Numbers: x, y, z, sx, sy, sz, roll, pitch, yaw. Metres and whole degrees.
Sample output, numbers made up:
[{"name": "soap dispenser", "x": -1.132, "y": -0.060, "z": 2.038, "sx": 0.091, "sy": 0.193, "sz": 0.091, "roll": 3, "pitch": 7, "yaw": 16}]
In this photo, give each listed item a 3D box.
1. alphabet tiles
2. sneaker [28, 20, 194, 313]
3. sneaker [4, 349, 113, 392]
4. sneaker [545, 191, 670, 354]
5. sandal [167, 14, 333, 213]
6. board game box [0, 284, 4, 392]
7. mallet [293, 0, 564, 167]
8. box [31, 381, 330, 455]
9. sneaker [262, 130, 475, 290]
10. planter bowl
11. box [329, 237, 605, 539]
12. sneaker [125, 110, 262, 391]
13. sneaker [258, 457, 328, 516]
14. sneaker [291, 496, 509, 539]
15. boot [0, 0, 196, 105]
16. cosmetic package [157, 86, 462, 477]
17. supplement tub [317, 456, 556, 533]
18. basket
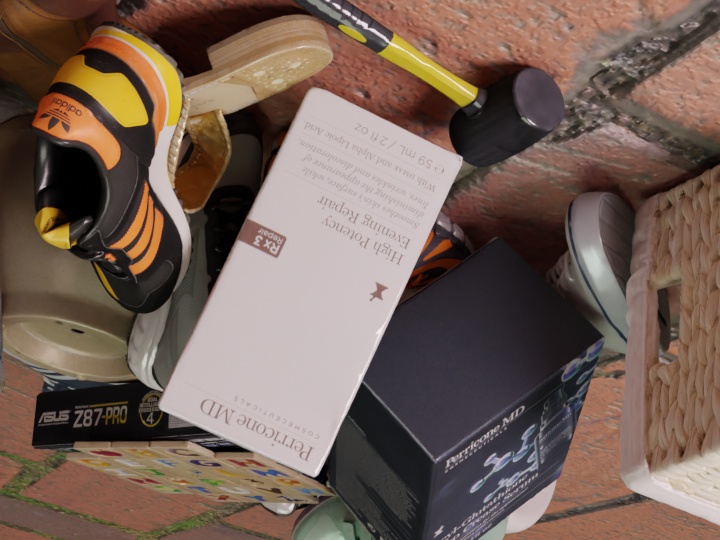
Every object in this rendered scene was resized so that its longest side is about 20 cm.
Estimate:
[{"name": "alphabet tiles", "x": -0.120, "y": 0.156, "z": 0.954, "sx": 0.166, "sy": 0.006, "sz": 0.200, "roll": -3, "pitch": 158, "yaw": 25}, {"name": "sneaker", "x": -0.142, "y": -0.033, "z": 0.666, "sx": 0.070, "sy": 0.090, "sz": 0.200, "roll": 26, "pitch": 142, "yaw": 14}, {"name": "sneaker", "x": -0.296, "y": 0.069, "z": 1.162, "sx": 0.200, "sy": 0.070, "sz": 0.108, "roll": 26, "pitch": 150, "yaw": -38}, {"name": "sneaker", "x": 0.158, "y": 0.013, "z": 0.840, "sx": 0.071, "sy": 0.073, "sz": 0.200, "roll": -4, "pitch": 151, "yaw": 22}, {"name": "sandal", "x": -0.101, "y": -0.069, "z": 0.717, "sx": 0.211, "sy": 0.070, "sz": 0.078, "roll": -23, "pitch": 166, "yaw": 29}, {"name": "board game box", "x": -0.238, "y": -0.018, "z": 0.757, "sx": 0.029, "sy": 0.201, "sz": 0.135, "roll": -2, "pitch": -177, "yaw": -12}, {"name": "mallet", "x": 0.025, "y": -0.121, "z": 0.665, "sx": 0.200, "sy": 0.041, "sz": 0.066, "roll": 33, "pitch": 148, "yaw": -30}, {"name": "box", "x": -0.124, "y": 0.118, "z": 0.953, "sx": 0.200, "sy": 0.049, "sz": 0.161, "roll": -10, "pitch": 161, "yaw": 37}, {"name": "sneaker", "x": 0.000, "y": 0.000, "z": 0.836, "sx": 0.077, "sy": 0.112, "sz": 0.200, "roll": -14, "pitch": 145, "yaw": 43}, {"name": "planter bowl", "x": -0.189, "y": -0.002, "z": 0.892, "sx": 0.199, "sy": 0.135, "sz": 0.200, "roll": 10, "pitch": 155, "yaw": 5}, {"name": "box", "x": 0.067, "y": 0.102, "z": 0.868, "sx": 0.107, "sy": 0.148, "sz": 0.200, "roll": 46, "pitch": 155, "yaw": 27}, {"name": "sneaker", "x": -0.091, "y": -0.005, "z": 0.804, "sx": 0.079, "sy": 0.201, "sz": 0.074, "roll": 28, "pitch": -157, "yaw": 38}, {"name": "sneaker", "x": -0.047, "y": 0.140, "z": 1.057, "sx": 0.199, "sy": 0.115, "sz": 0.080, "roll": -25, "pitch": 180, "yaw": 34}, {"name": "sneaker", "x": 0.014, "y": 0.228, "z": 0.991, "sx": 0.200, "sy": 0.118, "sz": 0.074, "roll": -16, "pitch": 115, "yaw": 29}, {"name": "boot", "x": -0.131, "y": -0.129, "z": 0.682, "sx": 0.188, "sy": 0.069, "sz": 0.200, "roll": -12, "pitch": 155, "yaw": 17}, {"name": "cosmetic package", "x": -0.030, "y": 0.007, "z": 0.722, "sx": 0.101, "sy": 0.201, "sz": 0.074, "roll": 24, "pitch": 174, "yaw": -5}, {"name": "supplement tub", "x": 0.059, "y": 0.159, "z": 1.109, "sx": 0.199, "sy": 0.145, "sz": 0.145, "roll": -8, "pitch": 149, "yaw": 36}, {"name": "basket", "x": 0.274, "y": 0.044, "z": 0.716, "sx": 0.199, "sy": 0.199, "sz": 0.161, "roll": 20, "pitch": 150, "yaw": -17}]
